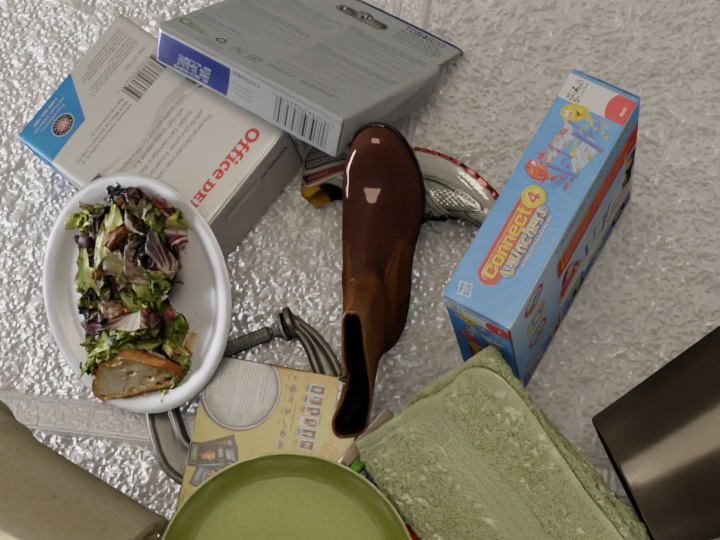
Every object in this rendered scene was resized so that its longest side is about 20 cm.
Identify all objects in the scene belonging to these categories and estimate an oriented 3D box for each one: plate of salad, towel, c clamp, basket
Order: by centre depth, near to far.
[{"bbox_3d":[0.102,0.170,0.985,0.148,0.036,0.200,-40,88,21],"label":"towel"},{"bbox_3d":[0.286,0.116,0.994,0.199,0.136,0.181,-26,81,4],"label":"basket"},{"bbox_3d":[-0.193,0.021,1.093,0.199,0.048,0.201,5,100,30],"label":"plate of salad"},{"bbox_3d":[-0.115,0.091,1.125,0.199,0.027,0.172,-17,69,4],"label":"c clamp"}]

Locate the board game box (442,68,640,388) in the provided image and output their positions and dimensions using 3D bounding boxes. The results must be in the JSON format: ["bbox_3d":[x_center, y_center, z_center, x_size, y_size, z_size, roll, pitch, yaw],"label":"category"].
[{"bbox_3d":[0.143,-0.022,1.029,0.056,0.196,0.201,27,77,17],"label":"board game box"}]

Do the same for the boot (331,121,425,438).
[{"bbox_3d":[0.000,0.000,1.009,0.068,0.200,0.189,10,112,7],"label":"boot"}]

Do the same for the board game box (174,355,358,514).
[{"bbox_3d":[-0.076,0.177,1.071,0.135,0.035,0.201,10,79,11],"label":"board game box"}]

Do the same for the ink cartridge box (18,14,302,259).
[{"bbox_3d":[-0.173,-0.106,1.171,0.200,0.084,0.146,36,81,18],"label":"ink cartridge box"}]

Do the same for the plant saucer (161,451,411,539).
[{"bbox_3d":[-0.054,0.235,0.997,0.199,0.031,0.201,0,87,1],"label":"plant saucer"}]

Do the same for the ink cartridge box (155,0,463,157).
[{"bbox_3d":[-0.041,-0.186,1.161,0.199,0.041,0.200,30,39,22],"label":"ink cartridge box"}]

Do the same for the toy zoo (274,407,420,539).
[{"bbox_3d":[0.048,0.222,1.031,0.200,0.020,0.131,42,79,3],"label":"toy zoo"}]

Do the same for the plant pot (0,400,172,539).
[{"bbox_3d":[-0.248,0.217,1.008,0.183,0.201,0.201,18,75,17],"label":"plant pot"}]

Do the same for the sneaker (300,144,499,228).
[{"bbox_3d":[0.039,-0.061,1.132,0.199,0.078,0.083,20,82,24],"label":"sneaker"}]
